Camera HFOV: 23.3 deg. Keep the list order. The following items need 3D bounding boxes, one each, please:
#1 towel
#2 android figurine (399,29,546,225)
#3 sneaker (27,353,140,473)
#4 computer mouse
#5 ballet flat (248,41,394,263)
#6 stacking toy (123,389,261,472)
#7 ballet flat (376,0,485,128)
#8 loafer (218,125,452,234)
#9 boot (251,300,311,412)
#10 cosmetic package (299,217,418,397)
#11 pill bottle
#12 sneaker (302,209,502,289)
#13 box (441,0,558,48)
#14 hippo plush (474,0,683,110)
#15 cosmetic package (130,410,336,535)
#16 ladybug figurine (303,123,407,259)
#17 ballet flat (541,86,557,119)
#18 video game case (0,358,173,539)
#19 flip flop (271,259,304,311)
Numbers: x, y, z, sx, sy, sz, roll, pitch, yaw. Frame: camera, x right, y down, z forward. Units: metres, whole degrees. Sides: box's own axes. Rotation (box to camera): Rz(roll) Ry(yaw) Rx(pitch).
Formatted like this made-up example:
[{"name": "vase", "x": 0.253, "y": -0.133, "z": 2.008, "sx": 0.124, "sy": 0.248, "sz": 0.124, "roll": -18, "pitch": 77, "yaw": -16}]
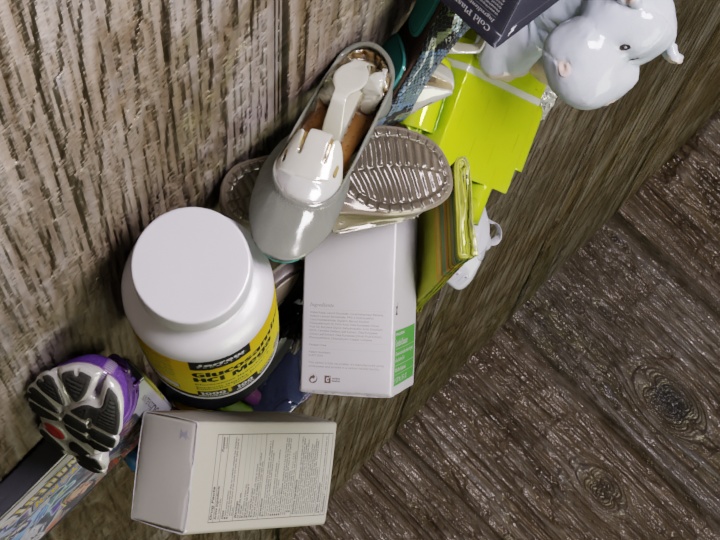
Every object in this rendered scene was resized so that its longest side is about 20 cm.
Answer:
[{"name": "towel", "x": 0.065, "y": -0.026, "z": 1.481, "sx": 0.018, "sy": 0.087, "sz": 0.200, "roll": 2, "pitch": 165, "yaw": -11}, {"name": "android figurine", "x": 0.107, "y": -0.145, "z": 1.565, "sx": 0.182, "sy": 0.041, "sz": 0.201, "roll": 13, "pitch": 96, "yaw": -51}, {"name": "sneaker", "x": -0.211, "y": 0.095, "z": 1.376, "sx": 0.084, "sy": 0.080, "sz": 0.200, "roll": -60, "pitch": -178, "yaw": -20}, {"name": "computer mouse", "x": -0.094, "y": 0.079, "z": 1.607, "sx": 0.199, "sy": 0.053, "sz": 0.139, "roll": -31, "pitch": -168, "yaw": 26}, {"name": "ballet flat", "x": -0.029, "y": -0.094, "z": 1.275, "sx": 0.064, "sy": 0.067, "sz": 0.201, "roll": 104, "pitch": 10, "yaw": -51}, {"name": "stacking toy", "x": -0.137, "y": 0.128, "z": 1.702, "sx": 0.201, "sy": 0.109, "sz": 0.116, "roll": -57, "pitch": 174, "yaw": -2}, {"name": "ballet flat", "x": 0.057, "y": -0.170, "z": 1.358, "sx": 0.074, "sy": 0.074, "sz": 0.200, "roll": -33, "pitch": 164, "yaw": -51}, {"name": "loafer", "x": -0.023, "y": -0.066, "z": 1.371, "sx": 0.199, "sy": 0.076, "sz": 0.068, "roll": -7, "pitch": 171, "yaw": -23}, {"name": "boot", "x": -0.061, "y": 0.073, "z": 1.772, "sx": 0.200, "sy": 0.090, "sz": 0.073, "roll": -49, "pitch": 169, "yaw": 14}, {"name": "cosmetic package", "x": 0.000, "y": 0.000, "z": 1.471, "sx": 0.108, "sy": 0.084, "sz": 0.202, "roll": -17, "pitch": 111, "yaw": -77}, {"name": "pill bottle", "x": -0.119, "y": 0.023, "z": 1.303, "sx": 0.112, "sy": 0.112, "sz": 0.200, "roll": -44, "pitch": 169, "yaw": -11}, {"name": "sneaker", "x": 0.046, "y": -0.018, "z": 1.707, "sx": 0.199, "sy": 0.075, "sz": 0.115, "roll": -33, "pitch": 129, "yaw": 2}, {"name": "box", "x": 0.145, "y": -0.286, "z": 1.216, "sx": 0.200, "sy": 0.104, "sz": 0.182, "roll": -39, "pitch": 166, "yaw": -35}, {"name": "hippo plush", "x": 0.202, "y": -0.207, "z": 1.448, "sx": 0.200, "sy": 0.161, "sz": 0.159, "roll": -45, "pitch": 139, "yaw": 6}, {"name": "cosmetic package", "x": -0.114, "y": 0.184, "z": 1.615, "sx": 0.199, "sy": 0.071, "sz": 0.106, "roll": 9, "pitch": 89, "yaw": -52}, {"name": "ladybug figurine", "x": 0.021, "y": -0.073, "z": 1.605, "sx": 0.200, "sy": 0.072, "sz": 0.136, "roll": -44, "pitch": 170, "yaw": -13}, {"name": "ballet flat", "x": 0.154, "y": -0.171, "z": 1.795, "sx": 0.072, "sy": 0.072, "sz": 0.200, "roll": -40, "pitch": 167, "yaw": -31}, {"name": "video game case", "x": -0.256, "y": 0.172, "z": 1.554, "sx": 0.200, "sy": 0.025, "sz": 0.181, "roll": -45, "pitch": 170, "yaw": -8}, {"name": "flip flop", "x": -0.101, "y": 0.021, "z": 1.538, "sx": 0.081, "sy": 0.058, "sz": 0.200, "roll": -34, "pitch": -178, "yaw": -19}]
